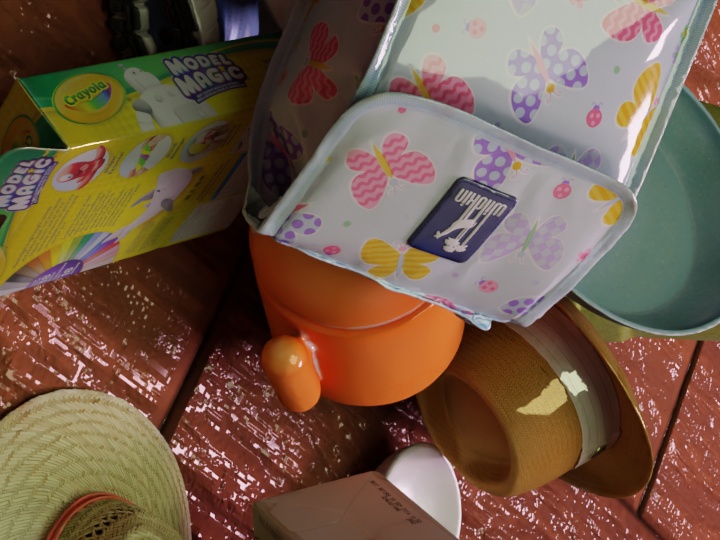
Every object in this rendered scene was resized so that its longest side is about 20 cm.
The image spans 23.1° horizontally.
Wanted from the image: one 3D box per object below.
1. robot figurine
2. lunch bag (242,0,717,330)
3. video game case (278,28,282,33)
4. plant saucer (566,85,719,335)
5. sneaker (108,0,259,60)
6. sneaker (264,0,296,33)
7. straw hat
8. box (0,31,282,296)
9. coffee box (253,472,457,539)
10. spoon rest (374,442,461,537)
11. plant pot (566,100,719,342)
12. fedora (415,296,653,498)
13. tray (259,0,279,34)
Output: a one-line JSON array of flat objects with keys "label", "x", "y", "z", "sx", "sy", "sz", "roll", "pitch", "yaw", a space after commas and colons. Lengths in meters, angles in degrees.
[{"label": "robot figurine", "x": 0.000, "y": -0.002, "z": 0.966, "sx": 0.143, "sy": 0.117, "sz": 0.200, "roll": -21, "pitch": 152, "yaw": -6}, {"label": "lunch bag", "x": 0.054, "y": -0.082, "z": 0.835, "sx": 0.169, "sy": 0.127, "sz": 0.201, "roll": 23, "pitch": 92, "yaw": -28}, {"label": "video game case", "x": -0.004, "y": -0.217, "z": 1.006, "sx": 0.143, "sy": 0.017, "sz": 0.201, "roll": -9, "pitch": 91, "yaw": -48}, {"label": "plant saucer", "x": 0.147, "y": -0.048, "z": 1.036, "sx": 0.199, "sy": 0.036, "sz": 0.201, "roll": 16, "pitch": 58, "yaw": -26}, {"label": "sneaker", "x": -0.091, "y": -0.194, "z": 0.901, "sx": 0.089, "sy": 0.078, "sz": 0.201, "roll": -38, "pitch": 131, "yaw": -49}, {"label": "sneaker", "x": 0.033, "y": -0.141, "z": 0.946, "sx": 0.200, "sy": 0.080, "sz": 0.071, "roll": 9, "pitch": 52, "yaw": -56}, {"label": "straw hat", "x": -0.120, "y": 0.163, "z": 0.890, "sx": 0.201, "sy": 0.085, "sz": 0.202, "roll": -8, "pitch": 100, "yaw": -50}, {"label": "box", "x": -0.120, "y": -0.049, "z": 0.849, "sx": 0.200, "sy": 0.117, "sz": 0.048, "roll": -21, "pitch": 67, "yaw": -49}, {"label": "coffee box", "x": 0.003, "y": 0.227, "z": 0.946, "sx": 0.079, "sy": 0.113, "sz": 0.201, "roll": -11, "pitch": 110, "yaw": -24}, {"label": "spoon rest", "x": 0.005, "y": 0.184, "z": 1.067, "sx": 0.200, "sy": 0.060, "sz": 0.100, "roll": -41, "pitch": 125, "yaw": -38}, {"label": "plant pot", "x": 0.244, "y": -0.027, "z": 1.174, "sx": 0.200, "sy": 0.183, "sz": 0.202, "roll": 11, "pitch": 90, "yaw": -79}, {"label": "fedora", "x": 0.090, "y": 0.079, "z": 1.073, "sx": 0.082, "sy": 0.200, "sz": 0.201, "roll": -36, "pitch": 123, "yaw": -19}, {"label": "tray", "x": -0.014, "y": -0.170, "z": 1.028, "sx": 0.200, "sy": 0.022, "sz": 0.108, "roll": -18, "pitch": 110, "yaw": -48}]
